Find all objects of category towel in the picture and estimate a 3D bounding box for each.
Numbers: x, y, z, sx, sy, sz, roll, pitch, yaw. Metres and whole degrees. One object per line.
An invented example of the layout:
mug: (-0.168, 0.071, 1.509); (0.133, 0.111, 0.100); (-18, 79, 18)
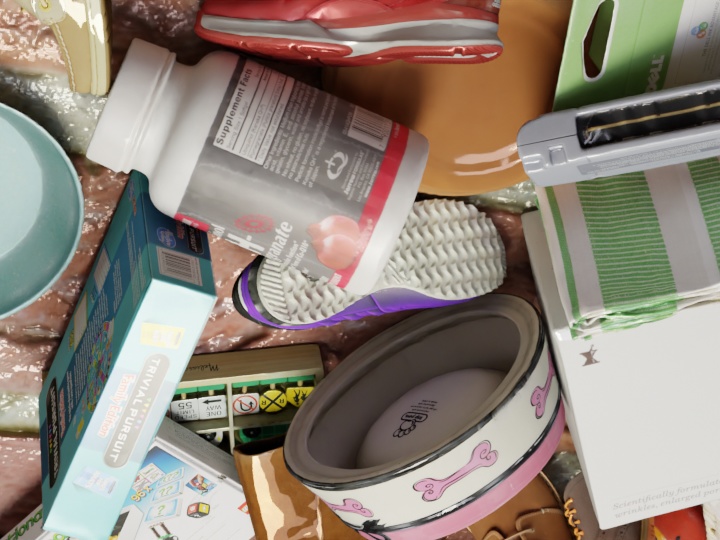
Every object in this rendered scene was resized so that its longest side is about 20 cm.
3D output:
towel: (0.220, -0.034, 1.657); (0.199, 0.153, 0.023); (-14, 135, 3)

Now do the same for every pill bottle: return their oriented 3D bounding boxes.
pill bottle: (-0.066, -0.071, 1.585); (0.199, 0.111, 0.111); (23, 125, -5)

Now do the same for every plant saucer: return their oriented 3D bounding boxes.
plant saucer: (-0.279, -0.046, 1.634); (0.198, 0.036, 0.201); (-6, 130, -7)
plant saucer: (0.074, -0.124, 1.632); (0.199, 0.038, 0.201); (-5, 131, -6)

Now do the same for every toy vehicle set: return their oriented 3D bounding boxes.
toy vehicle set: (-0.125, 0.116, 1.804); (0.198, 0.027, 0.125); (-6, 131, -5)

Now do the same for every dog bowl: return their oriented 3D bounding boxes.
dog bowl: (0.051, 0.105, 1.704); (0.199, 0.200, 0.074); (-26, 114, 12)

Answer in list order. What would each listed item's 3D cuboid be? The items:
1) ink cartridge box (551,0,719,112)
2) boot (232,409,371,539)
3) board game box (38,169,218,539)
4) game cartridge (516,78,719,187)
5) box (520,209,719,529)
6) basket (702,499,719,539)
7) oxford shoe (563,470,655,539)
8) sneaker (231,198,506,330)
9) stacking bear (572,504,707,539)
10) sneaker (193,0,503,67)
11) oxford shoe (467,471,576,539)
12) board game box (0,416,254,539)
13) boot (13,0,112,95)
ink cartridge box: (0.204, -0.166, 1.575); (0.199, 0.059, 0.104); (-9, 131, -22)
boot: (0.006, 0.197, 1.820); (0.187, 0.068, 0.202); (-10, 102, -16)
board game box: (-0.155, 0.052, 1.644); (0.047, 0.151, 0.201); (16, 118, -18)
game cartridge: (0.200, -0.090, 1.583); (0.198, 0.041, 0.133); (-11, 172, 7)
box: (0.230, 0.048, 1.742); (0.197, 0.131, 0.201); (-14, 131, 2)
basket: (0.379, 0.212, 1.838); (0.199, 0.198, 0.161); (-29, 139, -17)
oxford shoe: (0.177, 0.190, 1.818); (0.072, 0.201, 0.071); (13, 146, 4)
sneaker: (0.000, -0.001, 1.707); (0.199, 0.070, 0.099); (-8, 173, -30)
stacking bear: (0.180, 0.238, 1.910); (0.200, 0.122, 0.114); (-44, 167, 14)
sneaker: (-0.004, -0.188, 1.555); (0.198, 0.116, 0.078); (4, 177, 15)
oxford shoe: (0.120, 0.196, 1.830); (0.071, 0.071, 0.201); (-37, 86, 10)
board game box: (-0.169, 0.194, 1.820); (0.200, 0.035, 0.126); (-40, 126, 22)
boot: (-0.232, -0.182, 1.503); (0.154, 0.073, 0.201); (-12, 129, -1)
